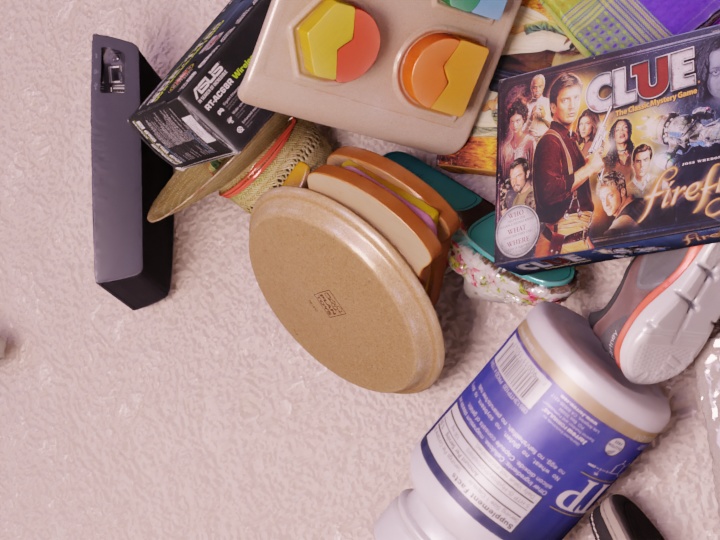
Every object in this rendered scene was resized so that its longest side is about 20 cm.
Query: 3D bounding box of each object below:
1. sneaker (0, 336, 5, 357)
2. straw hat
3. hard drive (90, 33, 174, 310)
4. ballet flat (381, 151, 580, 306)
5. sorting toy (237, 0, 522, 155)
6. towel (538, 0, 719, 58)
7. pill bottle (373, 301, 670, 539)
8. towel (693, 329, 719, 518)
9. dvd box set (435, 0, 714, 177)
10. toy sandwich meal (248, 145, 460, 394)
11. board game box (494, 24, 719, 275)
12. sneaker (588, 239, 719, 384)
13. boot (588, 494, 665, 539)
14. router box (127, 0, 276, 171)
[{"bbox_3d":[-0.387,0.109,1.548,0.200,0.077,0.111,-6,74,36],"label":"sneaker"},{"bbox_3d":[-0.066,-0.084,1.362,0.201,0.201,0.085,-40,106,21],"label":"straw hat"},{"bbox_3d":[-0.182,-0.077,1.421,0.042,0.135,0.200,-4,78,6],"label":"hard drive"},{"bbox_3d":[0.079,-0.019,1.291,0.200,0.076,0.064,38,134,35],"label":"ballet flat"},{"bbox_3d":[0.030,-0.182,1.220,0.036,0.185,0.200,49,121,53],"label":"sorting toy"},{"bbox_3d":[0.220,-0.226,1.224,0.200,0.023,0.144,-41,56,11],"label":"towel"},{"bbox_3d":[0.104,0.131,1.211,0.200,0.120,0.120,-51,61,17],"label":"pill bottle"},{"bbox_3d":[0.290,0.124,1.146,0.132,0.034,0.200,-14,74,32],"label":"towel"},{"bbox_3d":[0.157,-0.132,1.269,0.200,0.029,0.146,10,87,33],"label":"dvd box set"},{"bbox_3d":[0.000,0.000,1.291,0.205,0.205,0.070,27,54,32],"label":"toy sandwich meal"},{"bbox_3d":[0.178,-0.078,1.160,0.200,0.035,0.136,-11,70,39],"label":"board game box"},{"bbox_3d":[0.224,-0.020,1.178,0.200,0.077,0.082,-46,41,-1],"label":"sneaker"},{"bbox_3d":[0.159,0.267,1.188,0.151,0.073,0.200,-31,73,25],"label":"boot"},{"bbox_3d":[-0.073,-0.170,1.313,0.200,0.062,0.150,-51,15,-15],"label":"router box"}]
